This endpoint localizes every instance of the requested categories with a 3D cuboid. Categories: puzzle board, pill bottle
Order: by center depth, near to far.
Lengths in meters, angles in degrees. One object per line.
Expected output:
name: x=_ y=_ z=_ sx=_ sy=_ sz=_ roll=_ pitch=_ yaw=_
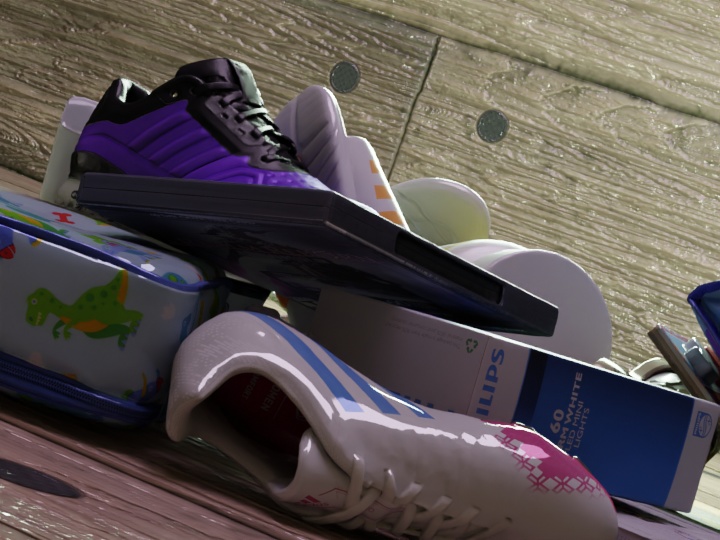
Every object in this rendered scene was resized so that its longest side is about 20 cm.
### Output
puzzle board: x=0.223 y=0.098 z=1.387 sx=0.151 sy=0.017 sz=0.200 roll=55 pitch=10 yaw=14
pill bottle: x=0.058 y=0.042 z=1.455 sx=0.114 sy=0.115 sz=0.200 roll=19 pitch=-10 yaw=-20

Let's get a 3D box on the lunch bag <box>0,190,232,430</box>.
lunch bag: x=-0.146 y=0.012 z=1.128 sx=0.160 sy=0.083 sz=0.200 roll=21 pitch=1 yaw=2

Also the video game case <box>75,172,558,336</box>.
video game case: x=-0.017 y=-0.006 z=1.173 sx=0.143 sy=0.019 sz=0.200 roll=5 pitch=-11 yaw=35

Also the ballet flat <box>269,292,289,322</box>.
ballet flat: x=-0.113 y=0.020 z=1.585 sx=0.200 sy=0.067 sz=0.068 roll=19 pitch=-6 yaw=-6

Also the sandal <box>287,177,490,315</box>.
sandal: x=0.008 y=0.002 z=1.603 sx=0.082 sy=0.203 sz=0.050 roll=38 pitch=35 yaw=-10

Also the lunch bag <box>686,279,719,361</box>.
lunch bag: x=0.263 y=0.092 z=1.332 sx=0.094 sy=0.200 sz=0.151 roll=-26 pitch=-15 yaw=10

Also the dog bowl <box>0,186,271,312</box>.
dog bowl: x=-0.152 y=0.010 z=1.327 sx=0.200 sy=0.074 sz=0.200 roll=19 pitch=2 yaw=-1

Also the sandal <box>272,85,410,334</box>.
sandal: x=-0.005 y=0.004 z=1.334 sx=0.059 sy=0.207 sz=0.079 roll=5 pitch=-26 yaw=-39

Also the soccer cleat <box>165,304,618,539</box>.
soccer cleat: x=0.009 y=0.086 z=1.038 sx=0.200 sy=0.070 sz=0.086 roll=26 pitch=29 yaw=1

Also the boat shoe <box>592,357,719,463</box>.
boat shoe: x=0.161 y=0.094 z=1.394 sx=0.068 sy=0.075 sz=0.200 roll=38 pitch=11 yaw=17

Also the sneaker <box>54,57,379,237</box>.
sneaker: x=-0.068 y=-0.060 z=1.297 sx=0.200 sy=0.100 sz=0.070 roll=13 pitch=-8 yaw=33

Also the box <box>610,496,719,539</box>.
box: x=0.137 y=0.136 z=1.235 sx=0.144 sy=0.036 sz=0.200 roll=21 pitch=3 yaw=35

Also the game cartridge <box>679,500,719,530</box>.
game cartridge: x=0.190 y=0.150 z=1.452 sx=0.176 sy=0.033 sz=0.200 roll=21 pitch=3 yaw=41

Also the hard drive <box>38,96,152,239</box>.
hard drive: x=-0.125 y=-0.016 z=1.457 sx=0.132 sy=0.026 sz=0.200 roll=19 pitch=-34 yaw=-5

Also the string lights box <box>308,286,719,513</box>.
string lights box: x=0.072 y=0.063 z=1.184 sx=0.103 sy=0.059 sz=0.200 roll=16 pitch=-1 yaw=40
